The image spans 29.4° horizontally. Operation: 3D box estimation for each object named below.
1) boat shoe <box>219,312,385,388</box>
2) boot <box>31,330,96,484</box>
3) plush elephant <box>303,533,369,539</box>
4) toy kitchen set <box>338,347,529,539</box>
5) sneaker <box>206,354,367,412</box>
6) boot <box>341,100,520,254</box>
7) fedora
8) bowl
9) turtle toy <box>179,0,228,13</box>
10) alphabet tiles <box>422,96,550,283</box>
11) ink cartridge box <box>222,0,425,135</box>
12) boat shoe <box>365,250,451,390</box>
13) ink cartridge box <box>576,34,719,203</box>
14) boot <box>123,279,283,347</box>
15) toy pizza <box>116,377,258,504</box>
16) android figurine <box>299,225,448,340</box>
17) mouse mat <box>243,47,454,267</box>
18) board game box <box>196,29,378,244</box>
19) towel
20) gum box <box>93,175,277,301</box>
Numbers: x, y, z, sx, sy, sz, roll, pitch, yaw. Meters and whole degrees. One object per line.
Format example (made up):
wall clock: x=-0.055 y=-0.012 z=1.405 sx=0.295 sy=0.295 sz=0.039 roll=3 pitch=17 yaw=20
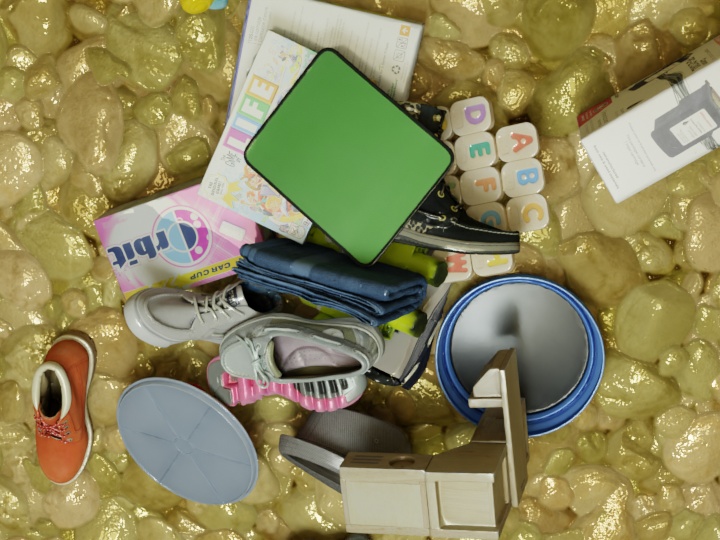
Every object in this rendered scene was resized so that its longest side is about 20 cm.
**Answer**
boat shoe: x=-0.073 y=0.093 z=1.535 sx=0.200 sy=0.065 sz=0.075 roll=-1 pitch=113 yaw=22
boot: x=-0.376 y=0.185 z=1.692 sx=0.074 sy=0.107 sz=0.202 roll=8 pitch=109 yaw=3
plush elephant: x=-0.089 y=0.429 z=1.713 sx=0.199 sy=0.155 sz=0.166 roll=1 pitch=65 yaw=-26
toy kitchen set: x=0.088 y=0.180 z=1.548 sx=0.179 sy=0.200 sz=0.164 roll=-1 pitch=107 yaw=18
sneaker: x=-0.079 y=0.118 z=1.635 sx=0.198 sy=0.095 sz=0.080 roll=3 pitch=103 yaw=21
boot: x=0.085 y=-0.100 z=1.494 sx=0.202 sy=0.073 sz=0.155 roll=11 pitch=91 yaw=13
fedora: x=-0.001 y=0.220 z=1.647 sx=0.200 sy=0.176 sz=0.091 roll=35 pitch=73 yaw=-27
bowl: x=0.189 y=0.098 z=1.629 sx=0.199 sy=0.039 sz=0.202 roll=2 pitch=107 yaw=7
turtle toy: x=-0.134 y=-0.364 z=1.498 sx=0.199 sy=0.101 sz=0.147 roll=-26 pitch=73 yaw=14
alphabet tiles: x=0.115 y=-0.090 z=1.552 sx=0.194 sy=0.015 sz=0.202 roll=-10 pitch=86 yaw=26
ink cartridge box: x=-0.044 y=-0.206 z=1.562 sx=0.198 sy=0.047 sz=0.199 roll=14 pitch=104 yaw=6
boat shoe: x=0.066 y=0.047 z=1.619 sx=0.074 sy=0.093 sz=0.201 roll=26 pitch=82 yaw=22
ink cartridge box: x=0.340 y=-0.169 z=1.475 sx=0.199 sy=0.145 sz=0.085 roll=-29 pitch=101 yaw=14
boot: x=-0.175 y=0.039 z=1.578 sx=0.095 sy=0.199 sz=0.074 roll=-28 pitch=74 yaw=29
toy pizza: x=-0.210 y=0.207 z=1.689 sx=0.199 sy=0.032 sz=0.201 roll=15 pitch=130 yaw=19
android figurine: x=0.000 y=0.000 z=1.578 sx=0.199 sy=0.041 sz=0.183 roll=24 pitch=91 yaw=29
mouse mat: x=-0.015 y=-0.123 z=1.485 sx=0.200 sy=0.008 sz=0.161 roll=42 pitch=100 yaw=13
board game box: x=-0.082 y=-0.149 z=1.533 sx=0.134 sy=0.034 sz=0.201 roll=25 pitch=100 yaw=1
towel: x=-0.032 y=0.009 z=1.509 sx=0.199 sy=0.111 sz=0.049 roll=15 pitch=106 yaw=29
gum box: x=-0.208 y=-0.041 z=1.623 sx=0.199 sy=0.066 sz=0.114 roll=-18 pitch=102 yaw=12
